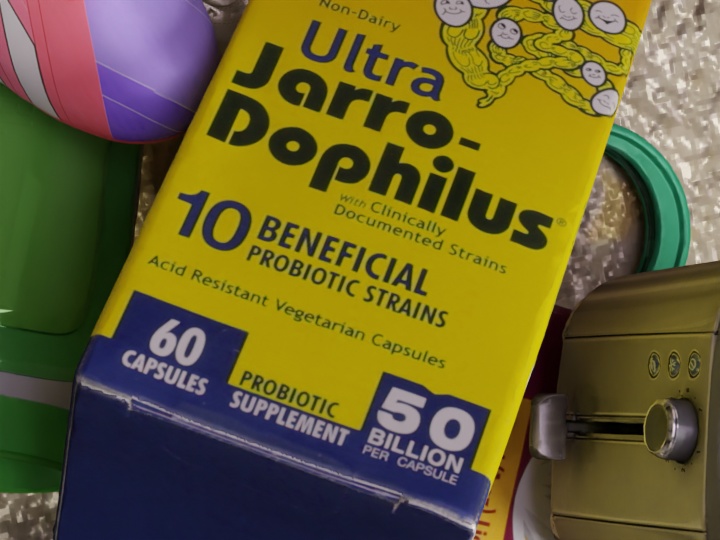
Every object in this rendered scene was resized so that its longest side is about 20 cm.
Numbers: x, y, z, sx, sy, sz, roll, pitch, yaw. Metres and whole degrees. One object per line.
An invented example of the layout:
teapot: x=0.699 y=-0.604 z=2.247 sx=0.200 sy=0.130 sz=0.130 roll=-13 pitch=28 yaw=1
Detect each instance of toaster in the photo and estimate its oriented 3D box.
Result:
toaster: x=0.153 y=0.053 z=0.781 sx=0.200 sy=0.129 sz=0.114 roll=5 pitch=87 yaw=-27

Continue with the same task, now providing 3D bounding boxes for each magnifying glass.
magnifying glass: x=0.029 y=-0.018 z=0.894 sx=0.200 sy=0.022 sz=0.080 roll=5 pitch=89 yaw=-29

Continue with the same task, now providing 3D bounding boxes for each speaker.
speaker: x=-0.108 y=-0.038 z=0.768 sx=0.088 sy=0.088 sz=0.200 roll=13 pitch=73 yaw=-27

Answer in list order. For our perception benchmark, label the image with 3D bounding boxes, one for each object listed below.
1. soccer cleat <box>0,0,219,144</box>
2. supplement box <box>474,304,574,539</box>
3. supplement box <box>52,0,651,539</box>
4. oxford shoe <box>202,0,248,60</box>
soccer cleat: x=-0.107 y=-0.122 z=0.704 sx=0.067 sy=0.076 sz=0.200 roll=-33 pitch=86 yaw=-18
supplement box: x=0.080 y=0.088 z=0.873 sx=0.200 sy=0.103 sz=0.131 roll=15 pitch=82 yaw=-27
supplement box: x=0.000 y=0.000 z=0.723 sx=0.109 sy=0.110 sz=0.200 roll=19 pitch=54 yaw=3
oxford shoe: x=-0.046 y=-0.143 z=0.820 sx=0.071 sy=0.074 sz=0.200 roll=-17 pitch=98 yaw=-26
